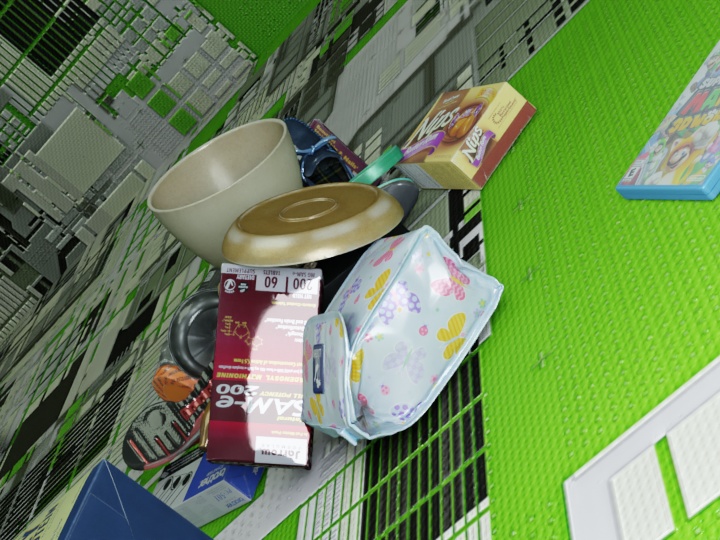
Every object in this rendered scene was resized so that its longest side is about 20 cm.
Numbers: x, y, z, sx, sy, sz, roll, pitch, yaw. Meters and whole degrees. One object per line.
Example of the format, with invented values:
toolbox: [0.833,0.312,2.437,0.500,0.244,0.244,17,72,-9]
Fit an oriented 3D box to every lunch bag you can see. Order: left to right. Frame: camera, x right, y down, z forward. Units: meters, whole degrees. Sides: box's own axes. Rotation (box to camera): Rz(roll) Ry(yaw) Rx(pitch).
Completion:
lunch bag: [0.019,0.067,1.283,0.201,0.127,0.169,-57,12,-10]

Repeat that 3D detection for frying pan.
frying pan: [-0.148,0.088,1.679,0.031,0.188,0.117,-161,83,-68]

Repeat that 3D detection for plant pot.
plant pot: [-0.053,-0.055,1.421,0.197,0.028,0.200,-12,20,4]

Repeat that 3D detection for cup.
cup: [-0.147,-0.076,1.693,0.198,0.144,0.201,-25,25,12]

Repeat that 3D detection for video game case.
video game case: [0.312,-0.144,1.151,0.201,0.018,0.143,-53,16,-9]

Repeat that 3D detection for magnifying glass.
magnifying glass: [-0.029,-0.086,1.640,0.199,0.022,0.080,-41,6,-6]

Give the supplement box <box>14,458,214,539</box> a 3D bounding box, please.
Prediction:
supplement box: [-0.243,0.328,1.285,0.199,0.199,0.135,-41,18,32]

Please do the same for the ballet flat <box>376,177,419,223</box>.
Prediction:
ballet flat: [0.000,-0.043,1.679,0.199,0.073,0.073,-30,26,36]

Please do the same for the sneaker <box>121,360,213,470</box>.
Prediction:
sneaker: [-0.196,0.186,1.643,0.199,0.087,0.074,-36,57,-3]

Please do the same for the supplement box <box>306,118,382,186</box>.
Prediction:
supplement box: [-0.085,-0.087,1.861,0.201,0.131,0.103,-55,16,-18]

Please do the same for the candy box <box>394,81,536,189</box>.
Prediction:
candy box: [0.120,-0.159,1.612,0.117,0.056,0.200,-54,18,-8]

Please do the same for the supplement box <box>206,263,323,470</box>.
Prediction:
supplement box: [-0.097,0.099,1.384,0.061,0.107,0.203,88,-175,-79]

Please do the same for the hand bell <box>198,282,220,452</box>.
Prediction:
hand bell: [-0.147,0.118,1.566,0.104,0.103,0.202,-28,38,51]

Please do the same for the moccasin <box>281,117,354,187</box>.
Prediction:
moccasin: [-0.043,-0.135,1.762,0.080,0.200,0.068,-39,-21,-14]

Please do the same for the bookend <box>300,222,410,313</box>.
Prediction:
bookend: [0.000,0.000,1.529,0.198,0.092,0.201,-39,19,30]

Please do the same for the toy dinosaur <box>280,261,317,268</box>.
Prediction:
toy dinosaur: [-0.089,-0.013,1.518,0.101,0.058,0.201,-41,17,26]

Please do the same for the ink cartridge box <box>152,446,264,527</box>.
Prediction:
ink cartridge box: [-0.179,0.245,1.559,0.199,0.044,0.095,-33,26,45]

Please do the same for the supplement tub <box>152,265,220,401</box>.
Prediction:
supplement tub: [-0.182,0.089,1.760,0.122,0.122,0.201,-24,30,55]
